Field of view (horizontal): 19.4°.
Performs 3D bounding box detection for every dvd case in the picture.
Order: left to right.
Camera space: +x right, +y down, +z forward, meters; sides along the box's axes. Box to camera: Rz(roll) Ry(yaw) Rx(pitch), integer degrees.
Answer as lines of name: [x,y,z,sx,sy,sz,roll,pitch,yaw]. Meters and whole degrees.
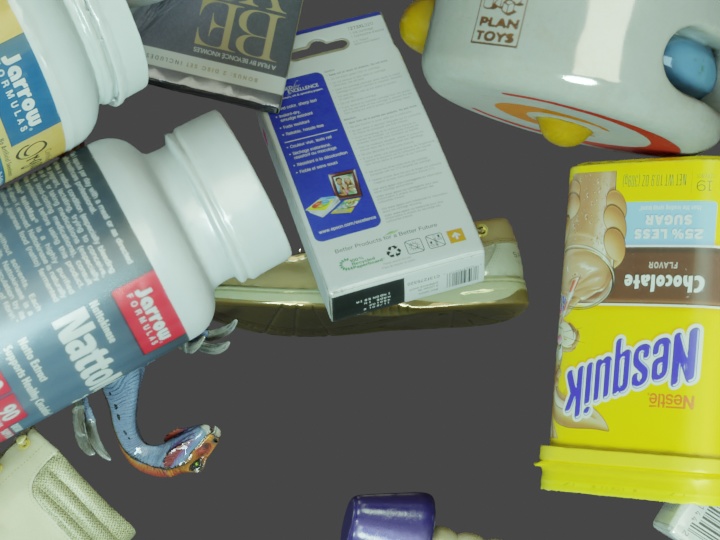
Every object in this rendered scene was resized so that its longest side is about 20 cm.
dvd case: [-0.101,-0.205,1.269,0.148,0.016,0.200,13,76,-6]

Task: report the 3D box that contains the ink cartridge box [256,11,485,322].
ink cartridge box: [-0.002,-0.066,1.256,0.095,0.037,0.200,-15,56,-8]

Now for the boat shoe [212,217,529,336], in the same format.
boat shoe: [0.000,0.000,1.273,0.200,0.074,0.066,-1,74,-8]

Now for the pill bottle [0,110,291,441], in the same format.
pill bottle: [-0.144,-0.001,1.121,0.200,0.120,0.120,-28,92,-5]

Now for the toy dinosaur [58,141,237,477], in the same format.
toy dinosaur: [-0.133,0.028,1.255,0.105,0.200,0.182,-9,126,-13]

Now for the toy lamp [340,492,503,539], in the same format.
toy lamp: [0.087,0.175,1.283,0.200,0.058,0.058,15,86,-9]

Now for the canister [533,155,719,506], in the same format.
canister: [0.182,0.037,1.258,0.086,0.148,0.200,9,84,-42]

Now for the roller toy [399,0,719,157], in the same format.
roller toy: [0.131,-0.141,1.234,0.200,0.182,0.140,15,87,-8]

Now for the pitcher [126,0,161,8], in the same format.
pitcher: [-0.119,-0.251,1.220,0.172,0.121,0.200,38,63,23]

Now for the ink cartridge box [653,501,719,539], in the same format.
ink cartridge box: [0.309,0.124,1.320,0.176,0.045,0.200,33,84,-5]

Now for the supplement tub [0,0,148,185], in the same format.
supplement tub: [-0.227,-0.105,1.097,0.200,0.145,0.145,-29,92,-14]

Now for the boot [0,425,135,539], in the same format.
boot: [-0.249,0.145,1.228,0.200,0.073,0.156,38,76,6]
